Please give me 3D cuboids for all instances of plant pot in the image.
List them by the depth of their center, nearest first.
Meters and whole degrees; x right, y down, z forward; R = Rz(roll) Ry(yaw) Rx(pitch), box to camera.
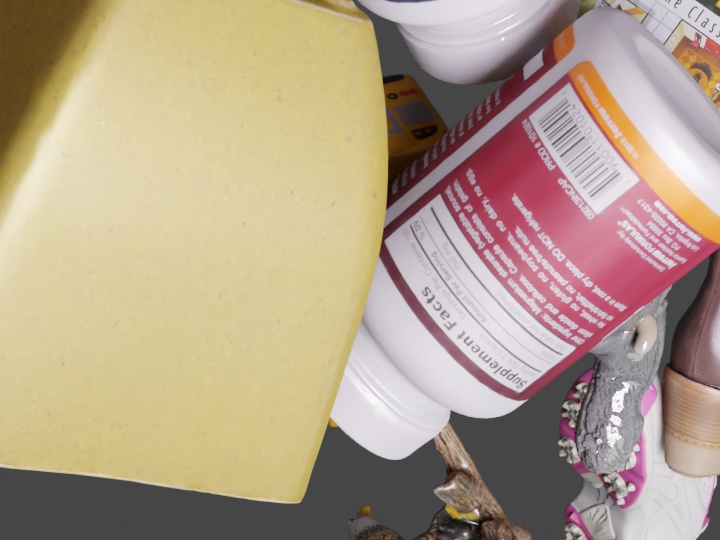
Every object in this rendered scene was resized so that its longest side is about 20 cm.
[{"bbox_3d":[-0.102,-0.050,0.854,0.194,0.194,0.201,11,112,-36],"label":"plant pot"}]

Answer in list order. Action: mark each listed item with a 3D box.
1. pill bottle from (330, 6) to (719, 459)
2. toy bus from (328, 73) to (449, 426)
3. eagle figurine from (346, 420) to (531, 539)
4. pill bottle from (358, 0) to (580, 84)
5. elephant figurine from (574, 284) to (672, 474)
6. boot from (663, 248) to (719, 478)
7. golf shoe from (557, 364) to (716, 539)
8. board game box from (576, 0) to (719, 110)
[{"bbox_3d":[0.066,-0.011,0.908,0.200,0.113,0.113,-40,137,20],"label":"pill bottle"},{"bbox_3d":[0.000,0.000,1.026,0.065,0.078,0.201,-14,133,-18],"label":"toy bus"},{"bbox_3d":[-0.005,0.178,1.139,0.199,0.152,0.151,-32,173,5],"label":"eagle figurine"},{"bbox_3d":[0.027,-0.173,0.866,0.111,0.111,0.200,-31,137,-2],"label":"pill bottle"},{"bbox_3d":[0.118,-0.029,1.021,0.200,0.155,0.141,-48,155,4],"label":"elephant figurine"},{"bbox_3d":[0.242,0.023,1.188,0.199,0.072,0.168,-13,118,-53],"label":"boot"},{"bbox_3d":[0.167,0.110,1.235,0.091,0.075,0.201,-30,142,-21],"label":"golf shoe"},{"bbox_3d":[0.162,-0.095,0.952,0.105,0.199,0.023,-53,171,-5],"label":"board game box"}]
